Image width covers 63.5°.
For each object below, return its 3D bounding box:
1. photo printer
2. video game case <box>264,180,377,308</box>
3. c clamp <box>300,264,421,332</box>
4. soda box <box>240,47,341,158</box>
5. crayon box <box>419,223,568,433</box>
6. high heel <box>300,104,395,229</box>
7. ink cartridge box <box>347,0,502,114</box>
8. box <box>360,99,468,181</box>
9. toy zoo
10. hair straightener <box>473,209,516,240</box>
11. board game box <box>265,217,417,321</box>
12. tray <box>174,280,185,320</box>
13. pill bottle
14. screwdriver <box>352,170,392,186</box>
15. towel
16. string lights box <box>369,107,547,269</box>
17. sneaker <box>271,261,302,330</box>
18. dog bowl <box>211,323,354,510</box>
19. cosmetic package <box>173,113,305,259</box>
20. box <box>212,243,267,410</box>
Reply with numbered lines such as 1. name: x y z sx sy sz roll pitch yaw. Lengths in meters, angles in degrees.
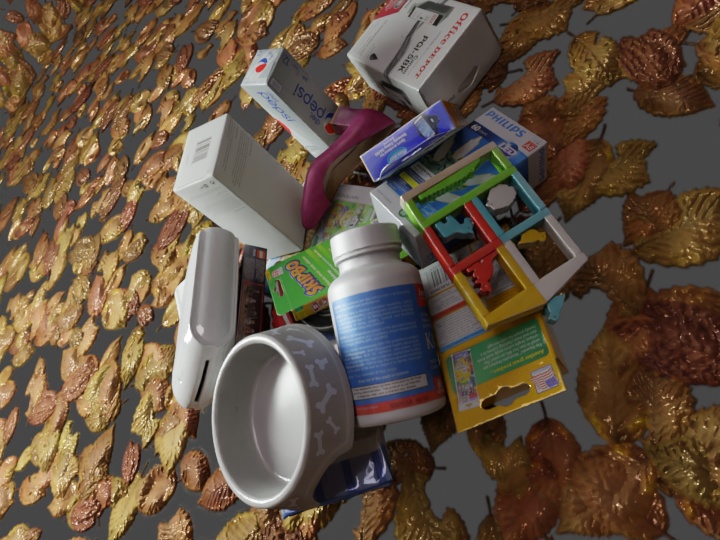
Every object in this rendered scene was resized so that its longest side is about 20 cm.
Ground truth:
1. photo printer: -0.209 0.072 0.788 0.168 0.067 0.205 119 153 -43
2. video game case: -0.061 -0.040 0.883 0.178 0.022 0.205 14 76 42
3. c clamp: 0.000 0.000 0.769 0.195 0.028 0.172 -27 43 -6
4. soda box: -0.087 -0.247 0.894 0.067 0.199 0.065 14 74 41
5. crayon box: 0.144 0.067 0.644 0.123 0.051 0.205 -28 52 23
6. high heel: -0.020 -0.148 0.869 0.093 0.068 0.205 17 75 20
7. ink cartridge box: 0.092 -0.331 0.880 0.148 0.082 0.200 -50 46 3
8. box: 0.073 -0.167 0.746 0.117 0.200 0.042 -31 92 20
9. toy zoo: 0.145 -0.030 0.613 0.128 0.021 0.203 -29 68 -8
10. hair straightener: 0.118 -0.091 0.752 0.197 0.041 0.079 24 82 39
11. board game box: -0.023 -0.007 0.744 0.194 0.031 0.096 -23 42 -6
12. tray: -0.274 0.070 0.990 0.107 0.022 0.203 -39 48 13
13. pill bottle: 0.024 0.058 0.643 0.109 0.111 0.208 -16 82 30
14. screwdriver: 0.005 -0.151 0.898 0.029 0.029 0.198 -33 35 -21
15. towel: -0.049 0.170 0.695 0.142 0.024 0.206 -16 69 2
16. string lights box: 0.120 -0.103 0.705 0.197 0.060 0.103 -35 49 -10
17. sneaker: -0.116 0.097 0.798 0.114 0.078 0.205 -30 62 23
18. dog bowl: -0.095 0.162 0.642 0.196 0.058 0.208 -7 80 43
19. cosmetic package: -0.164 -0.114 0.853 0.082 0.200 0.111 -12 55 28
20. box: -0.176 0.086 0.848 0.137 0.039 0.206 130 145 -52
